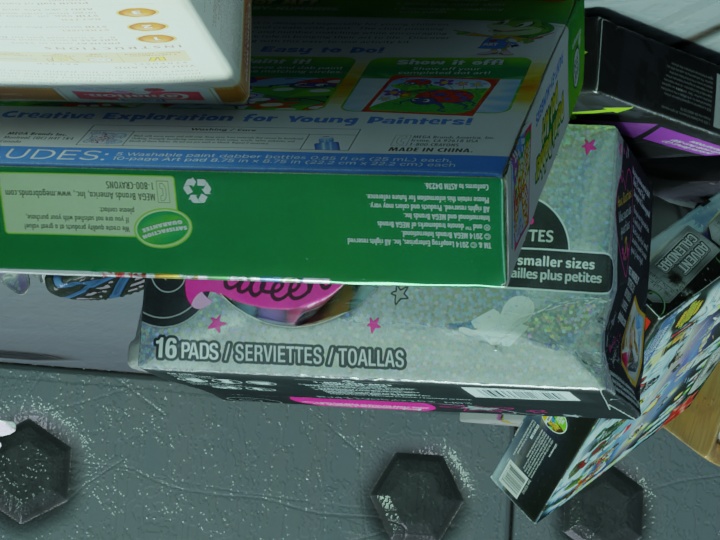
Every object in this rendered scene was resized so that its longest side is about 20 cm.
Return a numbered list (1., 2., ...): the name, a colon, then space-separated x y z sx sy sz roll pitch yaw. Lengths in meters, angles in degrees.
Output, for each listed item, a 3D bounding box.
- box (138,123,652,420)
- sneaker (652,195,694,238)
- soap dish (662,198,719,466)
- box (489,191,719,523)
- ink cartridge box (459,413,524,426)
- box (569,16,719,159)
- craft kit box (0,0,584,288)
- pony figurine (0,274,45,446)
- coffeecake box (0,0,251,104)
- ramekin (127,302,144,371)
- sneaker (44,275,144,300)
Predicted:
1. box: 0.019 -0.002 1.049 0.199 0.116 0.132 1 171 13
2. sneaker: 0.121 -0.022 1.401 0.099 0.075 0.200 23 165 -18
3. soap dish: 0.229 0.039 1.470 0.081 0.158 0.200 19 178 15
4. box: 0.153 0.038 1.268 0.137 0.040 0.200 -33 160 -33
5. ink cartridge box: 0.210 0.138 2.660 0.116 0.068 0.200 7 174 -31
6. box: 0.060 -0.073 1.059 0.199 0.036 0.143 0 173 39
7. craft kit box: -0.031 -0.053 0.855 0.199 0.049 0.198 2 -154 13
8. pony figurine: -0.297 0.005 1.546 0.199 0.167 0.193 6 -154 -46
9. coffeecake box: -0.118 -0.103 0.720 0.152 0.074 0.200 1 173 4
10. ramekin: -0.066 0.031 1.761 0.201 0.095 0.202 4 173 0
11. sneaker: -0.075 -0.049 1.206 0.199 0.078 0.076 -17 164 15
